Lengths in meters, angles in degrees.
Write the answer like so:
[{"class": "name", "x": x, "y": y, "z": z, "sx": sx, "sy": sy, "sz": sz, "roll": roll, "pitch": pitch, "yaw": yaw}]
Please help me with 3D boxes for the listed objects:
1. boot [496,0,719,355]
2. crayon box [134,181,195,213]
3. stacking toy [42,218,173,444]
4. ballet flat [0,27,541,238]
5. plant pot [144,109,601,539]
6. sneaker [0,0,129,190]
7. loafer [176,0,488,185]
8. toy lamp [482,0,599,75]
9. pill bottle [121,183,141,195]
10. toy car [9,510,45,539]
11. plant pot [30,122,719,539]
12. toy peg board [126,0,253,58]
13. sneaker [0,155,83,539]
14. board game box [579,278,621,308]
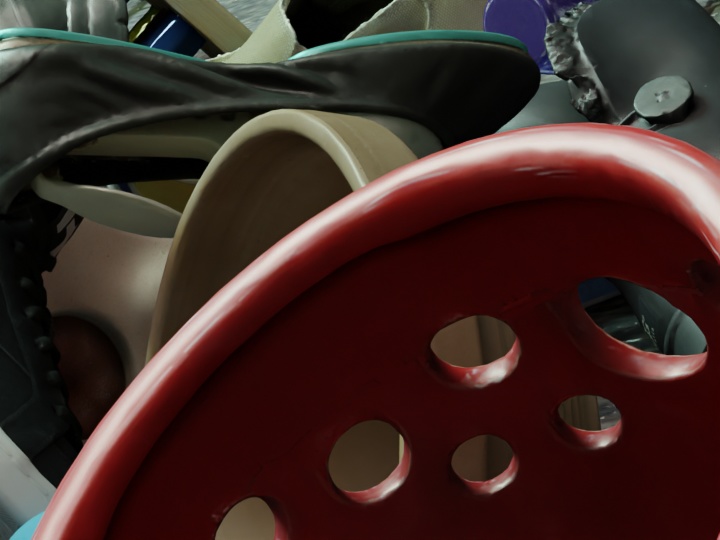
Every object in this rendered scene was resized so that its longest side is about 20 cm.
[{"class": "boot", "x": 0.149, "y": -0.057, "z": 0.889, "sx": 0.200, "sy": 0.077, "sz": 0.168, "roll": -35, "pitch": 45, "yaw": -3}, {"class": "crayon box", "x": -0.017, "y": -0.067, "z": 1.206, "sx": 0.126, "sy": 0.051, "sz": 0.200, "roll": -9, "pitch": 29, "yaw": 38}, {"class": "stacking toy", "x": -0.146, "y": 0.056, "z": 1.018, "sx": 0.146, "sy": 0.146, "sz": 0.200, "roll": -41, "pitch": 9, "yaw": -31}, {"class": "ballet flat", "x": -0.035, "y": -0.040, "z": 0.868, "sx": 0.199, "sy": 0.069, "sz": 0.068, "roll": -1, "pitch": -24, "yaw": -9}, {"class": "plant pot", "x": 0.009, "y": 0.056, "z": 0.785, "sx": 0.092, "sy": 0.202, "sz": 0.201, "roll": 4, "pitch": 8, "yaw": -27}, {"class": "sneaker", "x": -0.146, "y": -0.036, "z": 1.137, "sx": 0.090, "sy": 0.201, "sz": 0.076, "roll": 1, "pitch": -23, "yaw": -13}, {"class": "loafer", "x": -0.022, "y": -0.092, "z": 1.106, "sx": 0.199, "sy": 0.068, "sz": 0.076, "roll": -14, "pitch": 29, "yaw": 32}, {"class": "toy lamp", "x": 0.120, "y": -0.121, "z": 1.082, "sx": 0.058, "sy": 0.059, "sz": 0.200, "roll": -8, "pitch": 12, "yaw": 40}, {"class": "pill bottle", "x": -0.168, "y": -0.093, "z": 1.238, "sx": 0.115, "sy": 0.201, "sz": 0.116, "roll": -23, "pitch": 22, "yaw": 10}, {"class": "toy car", "x": -0.152, "y": 0.118, "z": 0.708, "sx": 0.177, "sy": 0.200, "sz": 0.185, "roll": -43, "pitch": 22, "yaw": 11}, {"class": "plant pot", "x": 0.047, "y": 0.101, "z": 0.540, "sx": 0.200, "sy": 0.183, "sz": 0.201, "roll": -27, "pitch": 36, "yaw": 22}, {"class": "toy peg board", "x": -0.162, "y": -0.149, "z": 1.359, "sx": 0.098, "sy": 0.200, "sz": 0.199, "roll": -50, "pitch": 11, "yaw": 0}, {"class": "sneaker", "x": -0.115, "y": 0.013, "z": 0.870, "sx": 0.112, "sy": 0.073, "sz": 0.200, "roll": -40, "pitch": 67, "yaw": -18}, {"class": "board game box", "x": 0.139, "y": -0.053, "z": 1.011, "sx": 0.199, "sy": 0.037, "sz": 0.151, "roll": -20, "pitch": 22, "yaw": 16}]
